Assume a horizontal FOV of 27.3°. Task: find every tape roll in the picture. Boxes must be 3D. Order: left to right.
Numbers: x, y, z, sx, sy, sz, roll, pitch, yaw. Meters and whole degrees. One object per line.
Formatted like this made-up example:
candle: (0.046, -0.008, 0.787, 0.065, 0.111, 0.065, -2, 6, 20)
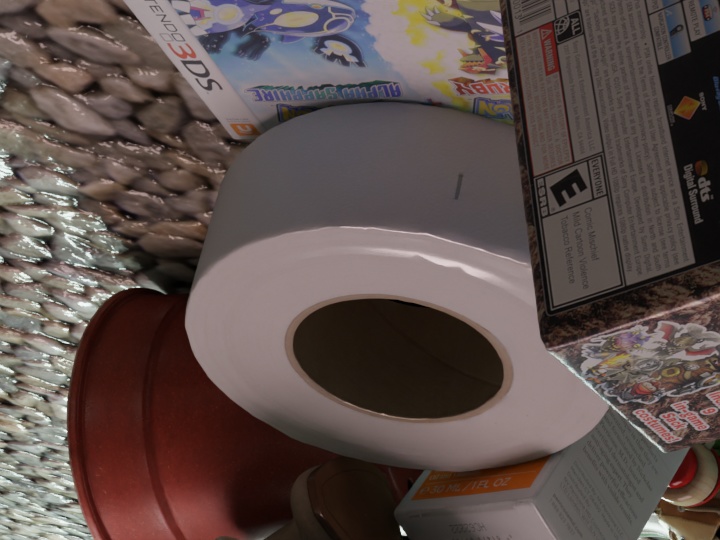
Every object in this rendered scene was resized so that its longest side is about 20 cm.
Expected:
tape roll: (0.023, 0.014, 0.687, 0.201, 0.071, 0.203, 8, 144, 6)

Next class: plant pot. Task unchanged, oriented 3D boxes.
plant pot: (-0.048, 0.097, 0.936, 0.194, 0.202, 0.201, -9, 151, 23)

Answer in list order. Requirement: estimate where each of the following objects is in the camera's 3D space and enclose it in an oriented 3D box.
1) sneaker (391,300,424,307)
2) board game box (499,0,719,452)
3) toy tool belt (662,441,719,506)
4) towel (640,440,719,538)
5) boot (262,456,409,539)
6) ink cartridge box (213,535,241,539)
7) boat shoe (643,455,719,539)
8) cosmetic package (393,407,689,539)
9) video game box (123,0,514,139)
sneaker: (0.000, 0.000, 0.807, 0.071, 0.083, 0.199, 26, 152, -32)
board game box: (0.155, -0.056, 0.458, 0.199, 0.160, 0.097, -20, 146, 26)
toy tool belt: (0.131, 0.130, 1.001, 0.199, 0.126, 0.123, -5, 161, 30)
towel: (0.267, 0.168, 1.155, 0.148, 0.031, 0.200, -1, 152, 19)
boot: (-0.038, 0.164, 0.812, 0.145, 0.071, 0.200, -18, 149, 21)
ink cartridge box: (-0.007, 0.210, 0.755, 0.199, 0.076, 0.165, 16, 150, -16)
boat shoe: (0.251, 0.174, 1.054, 0.199, 0.074, 0.075, -16, 144, 42)
cosmetic package: (0.117, 0.086, 0.799, 0.101, 0.200, 0.071, -16, 114, 45)
video game box: (0.004, -0.115, 0.591, 0.199, 0.047, 0.182, 1, 157, 22)
